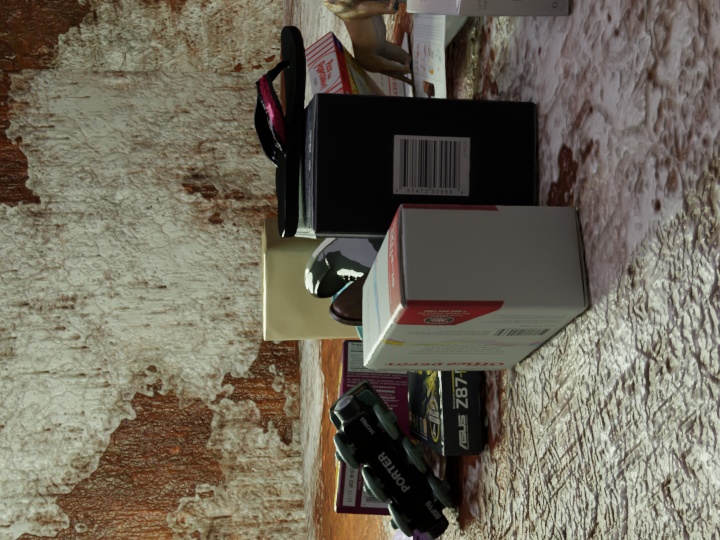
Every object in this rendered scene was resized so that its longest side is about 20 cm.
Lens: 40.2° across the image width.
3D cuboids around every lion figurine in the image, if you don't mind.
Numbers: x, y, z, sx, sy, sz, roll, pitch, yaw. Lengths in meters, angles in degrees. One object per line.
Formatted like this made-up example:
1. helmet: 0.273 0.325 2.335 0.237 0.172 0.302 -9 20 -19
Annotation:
1. lion figurine: 0.010 -0.290 1.177 0.073 0.120 0.202 -54 -38 -37

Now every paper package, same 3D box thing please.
1. paper package: -0.066 0.014 1.630 0.104 0.195 0.194 -103 14 -56

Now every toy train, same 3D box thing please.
1. toy train: 0.036 0.220 1.151 0.201 0.085 0.114 53 -176 -11

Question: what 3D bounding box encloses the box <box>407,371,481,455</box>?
1. box: 0.090 0.113 1.100 0.200 0.048 0.165 163 107 -83

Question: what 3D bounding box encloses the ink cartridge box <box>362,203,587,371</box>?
1. ink cartridge box: 0.083 0.021 0.818 0.200 0.142 0.085 115 154 -70

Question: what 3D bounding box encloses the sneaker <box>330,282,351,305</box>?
1. sneaker: -0.019 -0.003 1.432 0.202 0.078 0.132 -108 26 -45

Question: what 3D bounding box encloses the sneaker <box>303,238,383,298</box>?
1. sneaker: 0.000 0.000 1.269 0.201 0.074 0.107 -51 61 41

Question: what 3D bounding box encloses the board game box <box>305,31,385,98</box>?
1. board game box: 0.013 -0.174 1.204 0.200 0.046 0.153 44 -156 -38

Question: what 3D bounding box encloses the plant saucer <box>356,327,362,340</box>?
1. plant saucer: 0.028 0.012 1.466 0.200 0.035 0.205 180 90 -73

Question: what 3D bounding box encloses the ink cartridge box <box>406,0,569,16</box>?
1. ink cartridge box: 0.063 -0.240 0.832 0.200 0.172 0.046 -120 30 -73

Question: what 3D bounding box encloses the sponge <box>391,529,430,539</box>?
1. sponge: 0.069 0.404 1.331 0.201 0.029 0.114 103 165 -61

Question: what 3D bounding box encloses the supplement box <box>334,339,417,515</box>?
1. supplement box: 0.019 0.209 1.329 0.202 0.101 0.133 -89 3 -53

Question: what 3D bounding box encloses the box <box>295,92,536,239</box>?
1. box: 0.040 -0.089 0.917 0.196 0.195 0.127 -176 87 -81

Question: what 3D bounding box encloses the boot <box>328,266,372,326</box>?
1. boot: 0.040 -0.056 1.065 0.064 0.185 0.203 31 133 31

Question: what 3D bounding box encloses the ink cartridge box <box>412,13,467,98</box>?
1. ink cartridge box: 0.094 -0.277 1.066 0.160 0.046 0.204 -120 27 -73

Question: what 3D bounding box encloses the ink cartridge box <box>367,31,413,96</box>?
1. ink cartridge box: 0.024 -0.244 1.429 0.201 0.066 0.118 111 156 -67

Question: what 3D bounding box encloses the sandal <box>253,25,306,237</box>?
1. sandal: -0.075 -0.131 0.889 0.075 0.044 0.204 124 149 -73
